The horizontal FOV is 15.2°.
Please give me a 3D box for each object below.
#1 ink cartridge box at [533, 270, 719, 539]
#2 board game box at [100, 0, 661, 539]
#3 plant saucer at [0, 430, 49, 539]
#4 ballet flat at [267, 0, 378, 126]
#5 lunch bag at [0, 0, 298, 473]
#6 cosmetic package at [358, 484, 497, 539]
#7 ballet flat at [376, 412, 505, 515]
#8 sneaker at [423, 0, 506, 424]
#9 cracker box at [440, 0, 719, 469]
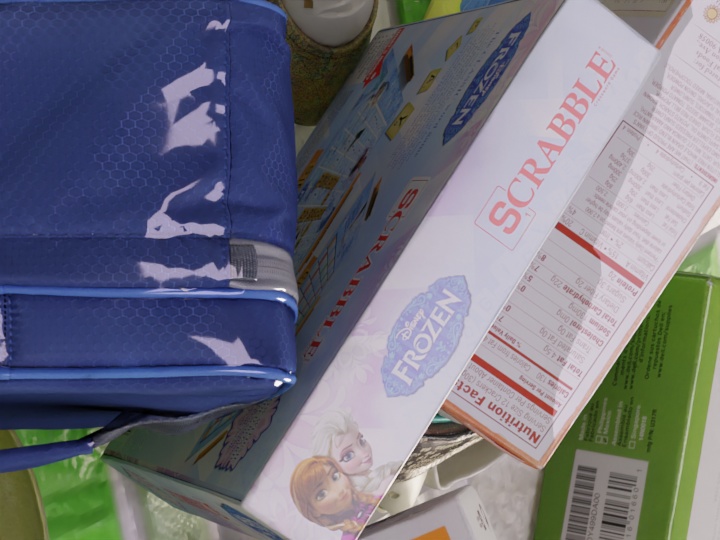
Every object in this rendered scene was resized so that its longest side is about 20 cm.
[{"bbox_3d":[0.177,0.086,1.245,0.200,0.076,0.148,13,86,-48],"label":"ink cartridge box"},{"bbox_3d":[0.000,0.000,0.935,0.041,0.199,0.200,35,81,-15],"label":"board game box"},{"bbox_3d":[-0.189,0.116,0.896,0.200,0.031,0.200,-7,100,-46],"label":"plant saucer"},{"bbox_3d":[-0.026,-0.141,1.004,0.071,0.071,0.200,-38,121,-37],"label":"ballet flat"},{"bbox_3d":[-0.118,-0.004,0.814,0.200,0.136,0.133,-2,80,-10],"label":"lunch bag"},{"bbox_3d":[0.034,0.193,1.027,0.071,0.101,0.200,5,61,-83],"label":"cosmetic package"},{"bbox_3d":[0.030,0.060,1.101,0.200,0.068,0.075,-18,129,-45],"label":"ballet flat"},{"bbox_3d":[0.060,-0.044,1.049,0.076,0.105,0.200,14,65,-26],"label":"sneaker"},{"bbox_3d":[0.081,-0.036,0.956,0.058,0.134,0.200,35,89,-15],"label":"cracker box"}]
